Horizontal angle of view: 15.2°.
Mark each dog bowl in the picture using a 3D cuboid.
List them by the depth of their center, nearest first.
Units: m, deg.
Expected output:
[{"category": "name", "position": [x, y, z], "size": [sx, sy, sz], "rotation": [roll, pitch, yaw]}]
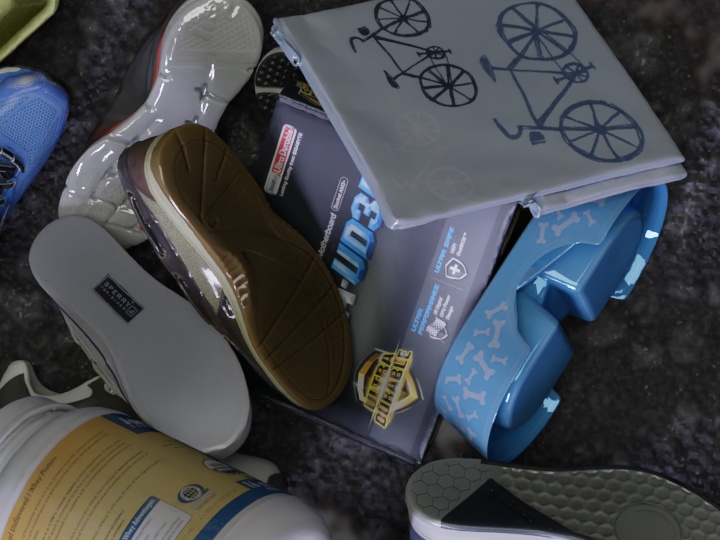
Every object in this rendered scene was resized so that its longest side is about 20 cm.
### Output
[{"category": "dog bowl", "position": [0.113, 0.021, 1.632], "size": [0.049, 0.112, 0.201], "rotation": [31, 82, 21]}]

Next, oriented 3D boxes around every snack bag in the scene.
[{"category": "snack bag", "position": [0.068, -0.101, 1.602], "size": [0.199, 0.021, 0.189], "rotation": [-14, 52, -21]}]

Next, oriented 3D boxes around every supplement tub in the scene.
[{"category": "supplement tub", "position": [-0.131, 0.165, 1.557], "size": [0.199, 0.144, 0.145], "rotation": [23, 92, 27]}]

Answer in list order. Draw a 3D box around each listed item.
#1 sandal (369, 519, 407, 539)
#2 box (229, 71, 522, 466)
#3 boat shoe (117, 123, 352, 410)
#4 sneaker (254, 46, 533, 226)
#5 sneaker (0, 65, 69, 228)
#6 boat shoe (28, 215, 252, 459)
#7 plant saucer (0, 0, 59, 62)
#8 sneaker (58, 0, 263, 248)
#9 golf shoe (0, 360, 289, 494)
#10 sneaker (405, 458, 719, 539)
[{"category": "sandal", "position": [0.014, 0.211, 1.612], "size": [0.043, 0.201, 0.076], "rotation": [27, 63, 15]}, {"category": "box", "position": [0.000, 0.000, 1.644], "size": [0.158, 0.046, 0.201], "rotation": [23, 118, 6]}, {"category": "boat shoe", "position": [-0.073, -0.003, 1.607], "size": [0.073, 0.065, 0.201], "rotation": [-44, 117, -30]}, {"category": "sneaker", "position": [0.037, -0.097, 1.660], "size": [0.199, 0.080, 0.074], "rotation": [29, 125, 4]}, {"category": "sneaker", "position": [-0.242, -0.036, 1.682], "size": [0.078, 0.089, 0.200], "rotation": [30, 101, -35]}, {"category": "boat shoe", "position": [-0.132, 0.050, 1.660], "size": [0.072, 0.066, 0.200], "rotation": [-42, 61, -13]}, {"category": "plant saucer", "position": [-0.318, -0.176, 1.723], "size": [0.200, 0.048, 0.200], "rotation": [-41, 85, 5]}, {"category": "sneaker", "position": [-0.121, -0.101, 1.695], "size": [0.077, 0.082, 0.200], "rotation": [29, 114, -20]}, {"category": "golf shoe", "position": [-0.141, 0.108, 1.686], "size": [0.198, 0.077, 0.089], "rotation": [7, 83, 7]}, {"category": "sneaker", "position": [0.127, 0.188, 1.621], "size": [0.201, 0.077, 0.147], "rotation": [8, 133, 9]}]
